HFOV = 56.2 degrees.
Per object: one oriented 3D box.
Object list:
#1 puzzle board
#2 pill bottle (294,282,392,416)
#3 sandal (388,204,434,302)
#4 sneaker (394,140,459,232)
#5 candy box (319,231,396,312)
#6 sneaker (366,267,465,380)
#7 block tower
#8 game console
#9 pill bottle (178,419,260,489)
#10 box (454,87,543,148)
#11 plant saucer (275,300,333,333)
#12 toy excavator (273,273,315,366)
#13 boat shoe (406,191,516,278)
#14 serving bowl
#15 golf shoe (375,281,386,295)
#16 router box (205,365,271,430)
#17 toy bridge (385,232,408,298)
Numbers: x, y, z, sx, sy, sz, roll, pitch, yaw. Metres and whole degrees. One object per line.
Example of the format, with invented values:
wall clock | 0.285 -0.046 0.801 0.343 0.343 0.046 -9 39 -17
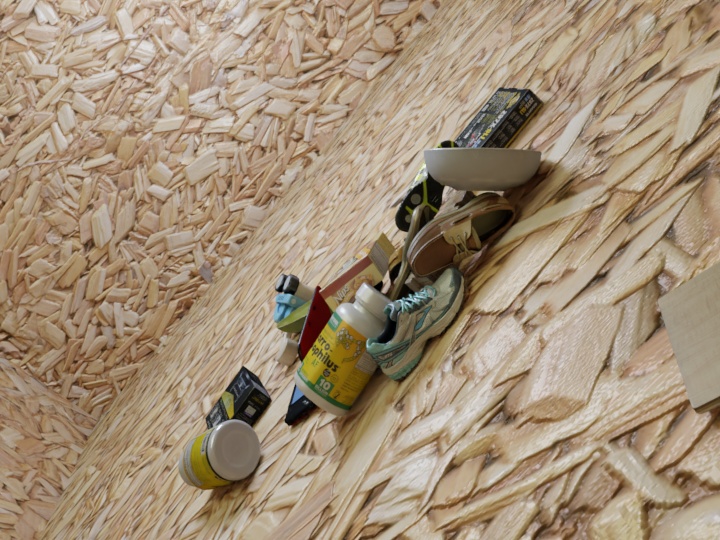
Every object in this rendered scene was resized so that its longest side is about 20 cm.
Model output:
puzzle board | 0.359 0.022 0.575 0.199 0.017 0.152 -41 19 31
pill bottle | -0.016 0.128 1.127 0.202 0.112 0.113 -56 17 4
sandal | 0.079 -0.020 1.193 0.053 0.080 0.205 16 95 28
sneaker | 0.137 -0.166 1.356 0.202 0.075 0.076 -56 9 7
candy box | 0.000 0.000 1.261 0.115 0.056 0.200 -38 7 17
sneaker | 0.086 0.071 1.054 0.202 0.086 0.077 -53 18 -4
block tower | 0.151 -0.046 1.176 0.057 0.054 0.203 -19 38 61
game console | -0.111 0.165 1.316 0.172 0.118 0.202 -40 20 30
pill bottle | -0.292 0.379 1.364 0.199 0.112 0.114 -33 25 47
box | 0.261 -0.279 1.372 0.201 0.049 0.160 -50 20 5
plant saucer | -0.094 0.085 1.481 0.197 0.032 0.200 -30 6 3
toy excavator | -0.164 0.121 1.618 0.194 0.098 0.204 -1 66 67
boat shoe | 0.164 -0.058 1.081 0.198 0.077 0.074 -36 27 -8
serving bowl | 0.203 -0.167 1.130 0.200 0.195 0.068 -158 68 -72
golf shoe | 0.008 0.075 1.269 0.092 0.072 0.201 -43 18 17
router box | -0.288 0.321 1.565 0.159 0.052 0.200 -54 17 -5
toy bridge | 0.094 -0.016 1.306 0.067 0.027 0.202 -33 25 41
